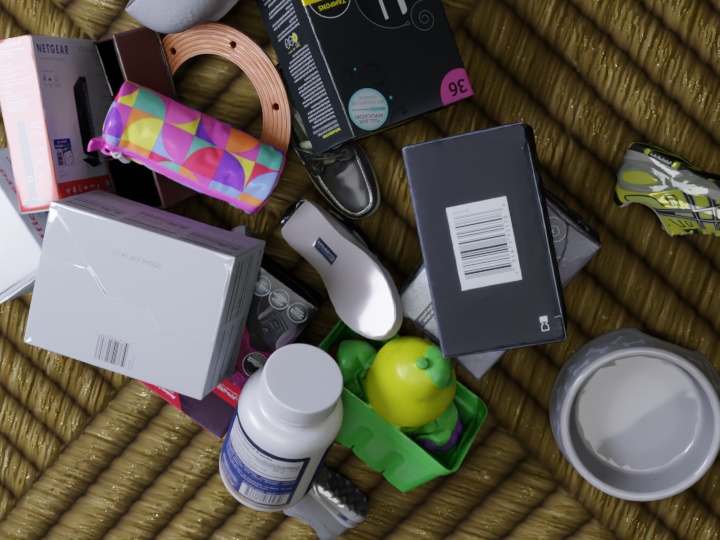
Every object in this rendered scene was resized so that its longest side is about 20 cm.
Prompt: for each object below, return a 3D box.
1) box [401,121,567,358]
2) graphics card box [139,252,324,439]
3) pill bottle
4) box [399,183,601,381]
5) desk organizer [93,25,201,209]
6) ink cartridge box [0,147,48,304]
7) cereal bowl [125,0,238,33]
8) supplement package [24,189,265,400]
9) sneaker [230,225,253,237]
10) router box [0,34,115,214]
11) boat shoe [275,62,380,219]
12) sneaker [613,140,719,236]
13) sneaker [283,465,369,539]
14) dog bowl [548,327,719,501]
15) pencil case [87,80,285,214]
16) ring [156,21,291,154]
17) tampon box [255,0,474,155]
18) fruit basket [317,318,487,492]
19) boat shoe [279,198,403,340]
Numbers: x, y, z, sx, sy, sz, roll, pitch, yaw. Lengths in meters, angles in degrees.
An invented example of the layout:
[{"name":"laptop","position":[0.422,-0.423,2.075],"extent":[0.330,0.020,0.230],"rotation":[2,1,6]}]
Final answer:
[{"name":"box","position":[0.124,-0.033,1.118],"extent":[0.117,0.200,0.197],"rotation":[-10,94,11]},{"name":"graphics card box","position":[-0.146,0.075,1.298],"extent":[0.125,0.051,0.200],"rotation":[37,105,-2]},{"name":"pill bottle","position":[-0.081,0.165,1.239],"extent":[0.111,0.111,0.200],"rotation":[28,140,4]},{"name":"box","position":[0.149,-0.003,1.279],"extent":[0.132,0.115,0.200],"rotation":[41,102,1]},{"name":"desk organizer","position":[-0.250,-0.168,1.315],"extent":[0.072,0.077,0.200],"rotation":[-8,104,29]},{"name":"ink cartridge box","position":[-0.373,-0.059,1.309],"extent":[0.083,0.200,0.145],"rotation":[-32,93,13]},{"name":"cereal bowl","position":[-0.157,-0.328,1.244],"extent":[0.083,0.200,0.200],"rotation":[39,103,-19]},{"name":"supplement package","position":[-0.222,0.022,1.216],"extent":[0.200,0.111,0.156],"rotation":[17,104,9]},{"name":"sneaker","position":[-0.169,0.048,1.357],"extent":[0.105,0.075,0.200],"rotation":[0,103,4]},{"name":"router box","position":[-0.322,-0.162,1.284],"extent":[0.049,0.200,0.180],"rotation":[-7,98,13]},{"name":"boat shoe","position":[-0.046,-0.145,1.312],"extent":[0.072,0.066,0.201],"rotation":[-27,93,12]},{"name":"sneaker","position":[0.369,-0.067,1.263],"extent":[0.200,0.075,0.076],"rotation":[30,110,14]},{"name":"sneaker","position":[-0.089,0.248,1.377],"extent":[0.200,0.075,0.082],"rotation":[41,110,5]},{"name":"dog bowl","position":[0.312,0.166,1.309],"extent":[0.200,0.059,0.200],"rotation":[1,98,9]},{"name":"pencil case","position":[-0.182,-0.126,1.244],"extent":[0.200,0.088,0.088],"rotation":[21,102,-15]},{"name":"ring","position":[-0.161,-0.181,1.320],"extent":[0.200,0.019,0.201],"rotation":[11,114,25]},{"name":"tampon box","position":[0.001,-0.244,1.232],"extent":[0.150,0.126,0.200],"rotation":[-23,95,-20]},{"name":"fruit basket","position":[0.048,0.124,1.281],"extent":[0.215,0.156,0.216],"rotation":[12,122,20]},{"name":"boat shoe","position":[0.000,0.000,1.280],"extent":[0.075,0.093,0.200],"rotation":[-48,59,19]}]
